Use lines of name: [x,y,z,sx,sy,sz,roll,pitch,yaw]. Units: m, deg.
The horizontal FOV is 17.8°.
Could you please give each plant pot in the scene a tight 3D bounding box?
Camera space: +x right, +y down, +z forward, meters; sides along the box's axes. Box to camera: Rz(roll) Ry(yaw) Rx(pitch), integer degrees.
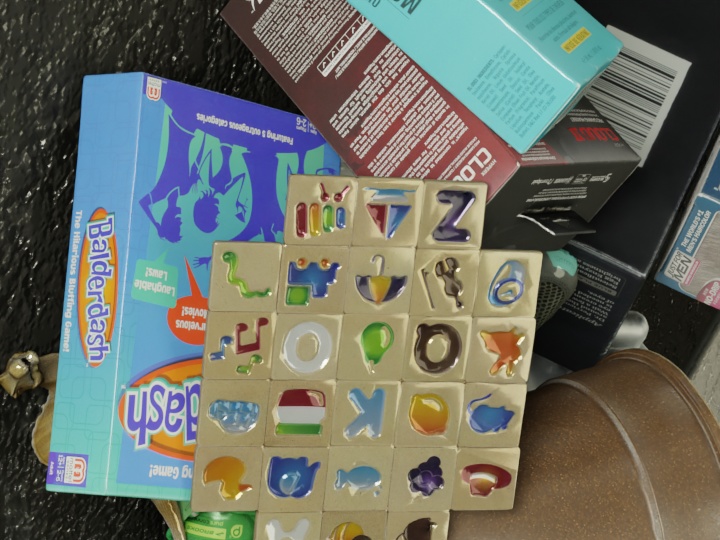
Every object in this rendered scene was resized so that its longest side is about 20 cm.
plant pot: [0.078,0.156,1.251,0.198,0.200,0.201,-9,121,-23]

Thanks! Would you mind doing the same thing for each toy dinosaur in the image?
toy dinosaur: [-0.124,0.068,1.192,0.101,0.058,0.200,-47,141,-8]

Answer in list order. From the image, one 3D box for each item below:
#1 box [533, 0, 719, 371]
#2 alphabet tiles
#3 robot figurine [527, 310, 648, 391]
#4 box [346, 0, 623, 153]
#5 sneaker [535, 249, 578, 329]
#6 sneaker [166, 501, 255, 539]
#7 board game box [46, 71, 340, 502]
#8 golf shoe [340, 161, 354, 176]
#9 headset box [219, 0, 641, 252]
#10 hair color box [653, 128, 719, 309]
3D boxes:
box: [0.146,-0.067,1.416,0.197,0.117,0.200,-62,175,-19]
alphabet tiles: [0.004,0.053,1.111,0.166,0.006,0.201,1,105,-19]
robot figurine: [0.136,0.107,1.568,0.200,0.113,0.170,115,-26,-46]
box: [0.031,-0.150,1.132,0.049,0.200,0.082,-50,176,30]
sneaker: [0.052,0.055,1.330,0.077,0.200,0.091,25,44,-32]
sneaker: [-0.066,0.115,1.268,0.084,0.074,0.200,-76,168,-52]
board game box: [-0.078,0.015,1.138,0.152,0.045,0.201,10,83,-50]
golf shoe: [0.000,0.000,1.306,0.078,0.094,0.201,-6,113,-58]
headset box: [0.045,-0.087,1.201,0.077,0.200,0.149,-49,159,24]
hair color box: [0.245,-0.081,1.368,0.100,0.060,0.200,105,11,-58]
